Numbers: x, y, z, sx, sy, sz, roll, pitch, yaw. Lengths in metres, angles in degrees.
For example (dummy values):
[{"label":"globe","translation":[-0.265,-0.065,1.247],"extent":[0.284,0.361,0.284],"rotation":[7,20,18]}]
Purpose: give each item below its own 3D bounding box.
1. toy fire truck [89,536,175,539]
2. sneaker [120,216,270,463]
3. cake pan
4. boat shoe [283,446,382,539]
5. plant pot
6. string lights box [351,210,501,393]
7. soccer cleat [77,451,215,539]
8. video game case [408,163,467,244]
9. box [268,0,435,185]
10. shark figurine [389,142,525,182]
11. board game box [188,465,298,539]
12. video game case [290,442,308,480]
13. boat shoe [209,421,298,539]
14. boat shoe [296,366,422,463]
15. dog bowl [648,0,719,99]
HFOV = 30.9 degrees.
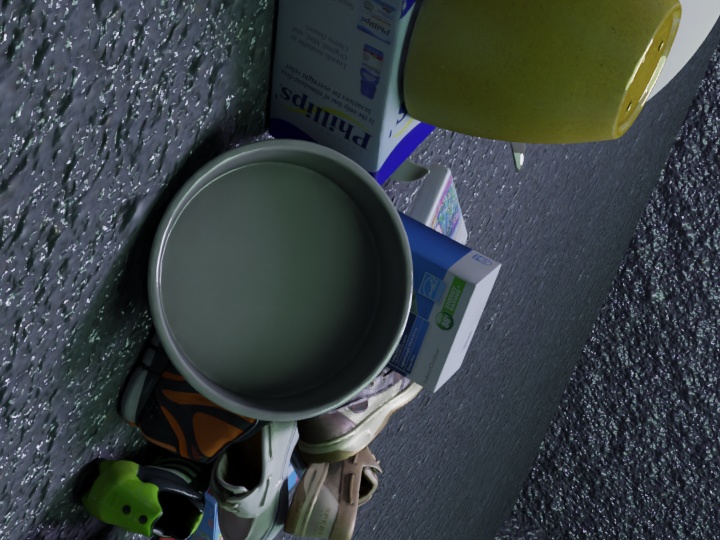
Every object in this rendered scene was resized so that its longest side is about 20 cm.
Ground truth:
[{"label":"toy fire truck","translation":[-0.217,0.297,1.034],"extent":[0.200,0.112,0.168],"rotation":[-47,-179,-2]},{"label":"sneaker","translation":[-0.096,0.055,0.994],"extent":[0.201,0.112,0.077],"rotation":[-66,163,15]},{"label":"cake pan","translation":[-0.059,0.007,0.943],"extent":[0.201,0.200,0.037],"rotation":[-58,-161,-11]},{"label":"boat shoe","translation":[-0.016,0.190,1.183],"extent":[0.200,0.064,0.072],"rotation":[-59,167,-67]},{"label":"plant pot","translation":[0.141,-0.169,0.921],"extent":[0.200,0.141,0.201],"rotation":[-53,161,-27]},{"label":"string lights box","translation":[0.000,0.000,1.037],"extent":[0.059,0.199,0.103],"rotation":[-34,148,-58]},{"label":"soccer cleat","translation":[-0.158,0.189,1.080],"extent":[0.068,0.081,0.200],"rotation":[-62,163,5]},{"label":"video game case","translation":[0.050,0.020,1.259],"extent":[0.182,0.024,0.201],"rotation":[61,51,-69]},{"label":"box","translation":[0.027,-0.198,0.970],"extent":[0.184,0.104,0.201],"rotation":[-47,159,-37]},{"label":"shark figurine","translation":[0.041,-0.134,1.125],"extent":[0.090,0.213,0.129],"rotation":[-105,177,-59]},{"label":"board game box","translation":[-0.105,0.208,1.345],"extent":[0.200,0.036,0.152],"rotation":[-48,159,-39]},{"label":"video game case","translation":[-0.027,0.114,1.225],"extent":[0.143,0.017,0.200],"rotation":[-55,160,-18]},{"label":"boat shoe","translation":[-0.096,0.168,1.088],"extent":[0.070,0.071,0.201],"rotation":[-26,144,-46]},{"label":"boat shoe","translation":[0.005,0.084,1.069],"extent":[0.200,0.073,0.065],"rotation":[-50,133,-58]},{"label":"dog bowl","translation":[0.233,-0.228,1.145],"extent":[0.199,0.079,0.201],"rotation":[-34,152,-20]}]
